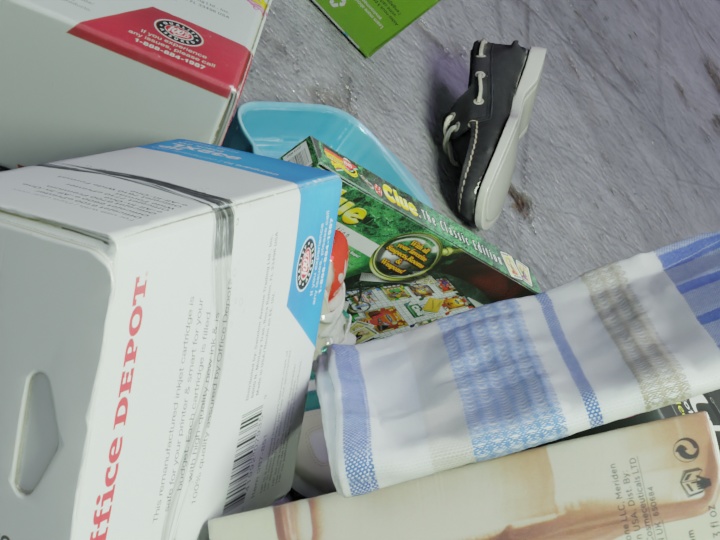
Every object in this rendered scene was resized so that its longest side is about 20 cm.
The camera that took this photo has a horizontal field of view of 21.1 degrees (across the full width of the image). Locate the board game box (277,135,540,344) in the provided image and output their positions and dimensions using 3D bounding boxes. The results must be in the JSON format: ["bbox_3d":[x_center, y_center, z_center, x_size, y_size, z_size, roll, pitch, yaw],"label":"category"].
[{"bbox_3d":[0.000,0.000,1.029,0.200,0.105,0.024,29,37,-46],"label":"board game box"}]

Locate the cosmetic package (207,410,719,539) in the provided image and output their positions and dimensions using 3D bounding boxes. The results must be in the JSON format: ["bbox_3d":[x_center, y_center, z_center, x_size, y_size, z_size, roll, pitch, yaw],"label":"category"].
[{"bbox_3d":[0.051,0.128,0.760,0.103,0.199,0.088,62,16,-66],"label":"cosmetic package"}]

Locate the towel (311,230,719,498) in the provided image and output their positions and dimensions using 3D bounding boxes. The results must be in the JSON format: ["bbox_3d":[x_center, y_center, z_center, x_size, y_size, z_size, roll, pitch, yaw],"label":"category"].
[{"bbox_3d":[0.077,0.034,0.784,0.147,0.199,0.024,-100,173,-75],"label":"towel"}]

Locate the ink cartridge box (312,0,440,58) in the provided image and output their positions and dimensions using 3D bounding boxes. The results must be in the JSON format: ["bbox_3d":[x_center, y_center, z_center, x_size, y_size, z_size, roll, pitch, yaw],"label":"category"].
[{"bbox_3d":[-0.031,-0.273,1.385,0.200,0.076,0.148,43,26,-23],"label":"ink cartridge box"}]

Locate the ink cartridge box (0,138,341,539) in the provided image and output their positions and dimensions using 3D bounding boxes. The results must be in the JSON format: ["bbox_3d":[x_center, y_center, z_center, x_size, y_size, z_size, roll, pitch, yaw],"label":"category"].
[{"bbox_3d":[-0.091,0.034,0.741,0.083,0.146,0.200,15,14,19],"label":"ink cartridge box"}]

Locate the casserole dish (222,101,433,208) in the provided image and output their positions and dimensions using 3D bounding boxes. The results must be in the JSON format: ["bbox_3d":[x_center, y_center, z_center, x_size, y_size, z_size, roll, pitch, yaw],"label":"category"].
[{"bbox_3d":[-0.018,-0.041,1.123,0.121,0.039,0.200,53,22,12],"label":"casserole dish"}]

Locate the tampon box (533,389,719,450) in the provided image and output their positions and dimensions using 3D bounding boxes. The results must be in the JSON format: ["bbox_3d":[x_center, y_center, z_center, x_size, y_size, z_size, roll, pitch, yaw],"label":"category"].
[{"bbox_3d":[0.097,0.141,0.898,0.126,0.200,0.150,6,51,-60],"label":"tampon box"}]

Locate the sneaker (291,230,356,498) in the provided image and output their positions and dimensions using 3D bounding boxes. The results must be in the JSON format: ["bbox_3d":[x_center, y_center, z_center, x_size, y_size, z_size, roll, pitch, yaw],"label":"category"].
[{"bbox_3d":[-0.029,0.034,0.940,0.200,0.093,0.070,48,24,-15],"label":"sneaker"}]

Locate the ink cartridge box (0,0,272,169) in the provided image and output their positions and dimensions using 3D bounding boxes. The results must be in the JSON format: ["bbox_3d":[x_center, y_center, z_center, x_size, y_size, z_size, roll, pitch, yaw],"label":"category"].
[{"bbox_3d":[-0.122,-0.121,0.922,0.145,0.083,0.200,22,29,-6],"label":"ink cartridge box"}]

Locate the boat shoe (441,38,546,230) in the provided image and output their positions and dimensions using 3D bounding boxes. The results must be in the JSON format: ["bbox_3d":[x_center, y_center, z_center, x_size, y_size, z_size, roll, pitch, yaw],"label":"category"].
[{"bbox_3d":[0.089,-0.104,1.400,0.060,0.074,0.200,14,45,7],"label":"boat shoe"}]
